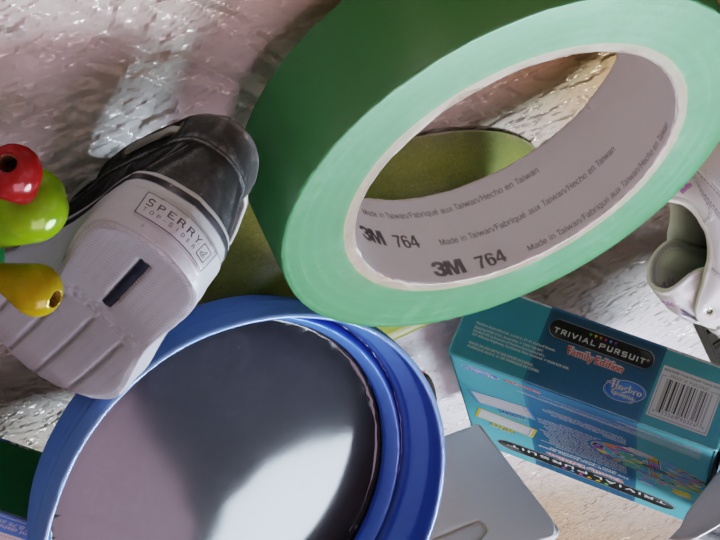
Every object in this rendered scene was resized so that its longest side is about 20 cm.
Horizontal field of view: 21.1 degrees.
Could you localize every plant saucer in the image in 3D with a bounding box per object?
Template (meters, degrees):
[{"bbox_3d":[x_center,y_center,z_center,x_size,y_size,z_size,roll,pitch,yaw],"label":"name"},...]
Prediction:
[{"bbox_3d":[0.000,0.000,0.916,0.200,0.031,0.200,-20,160,-8],"label":"plant saucer"}]

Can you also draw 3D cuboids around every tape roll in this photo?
[{"bbox_3d":[0.053,-0.055,0.766,0.200,0.048,0.201,-19,150,-12],"label":"tape roll"}]

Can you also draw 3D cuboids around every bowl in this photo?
[{"bbox_3d":[-0.056,0.104,0.869,0.200,0.039,0.201,-13,118,-27],"label":"bowl"}]

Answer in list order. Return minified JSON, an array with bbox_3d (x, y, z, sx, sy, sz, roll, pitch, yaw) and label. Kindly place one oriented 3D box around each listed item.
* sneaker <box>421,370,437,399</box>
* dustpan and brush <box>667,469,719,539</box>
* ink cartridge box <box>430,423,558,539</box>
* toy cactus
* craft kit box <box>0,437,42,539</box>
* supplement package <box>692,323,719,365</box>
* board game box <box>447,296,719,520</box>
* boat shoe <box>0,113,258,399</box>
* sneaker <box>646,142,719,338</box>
[{"bbox_3d":[-0.057,0.084,0.998,0.200,0.075,0.078,-1,-175,-37],"label":"sneaker"},{"bbox_3d":[0.242,0.108,1.070,0.200,0.057,0.140,-50,163,-13],"label":"dustpan and brush"},{"bbox_3d":[-0.001,0.190,1.097,0.144,0.084,0.200,-15,151,-43],"label":"ink cartridge box"},{"bbox_3d":[-0.183,0.019,0.707,0.200,0.102,0.165,-34,169,5],"label":"toy cactus"},{"bbox_3d":[-0.200,0.148,0.941,0.200,0.049,0.198,24,134,-27],"label":"craft kit box"},{"bbox_3d":[0.308,-0.005,1.109,0.200,0.111,0.156,-7,155,-38],"label":"supplement package"},{"bbox_3d":[0.135,0.080,1.107,0.151,0.047,0.200,20,165,13],"label":"board game box"},{"bbox_3d":[-0.088,-0.004,0.751,0.071,0.072,0.200,-52,-166,-28],"label":"boat shoe"},{"bbox_3d":[0.197,0.012,0.980,0.100,0.075,0.200,-26,116,-6],"label":"sneaker"}]
